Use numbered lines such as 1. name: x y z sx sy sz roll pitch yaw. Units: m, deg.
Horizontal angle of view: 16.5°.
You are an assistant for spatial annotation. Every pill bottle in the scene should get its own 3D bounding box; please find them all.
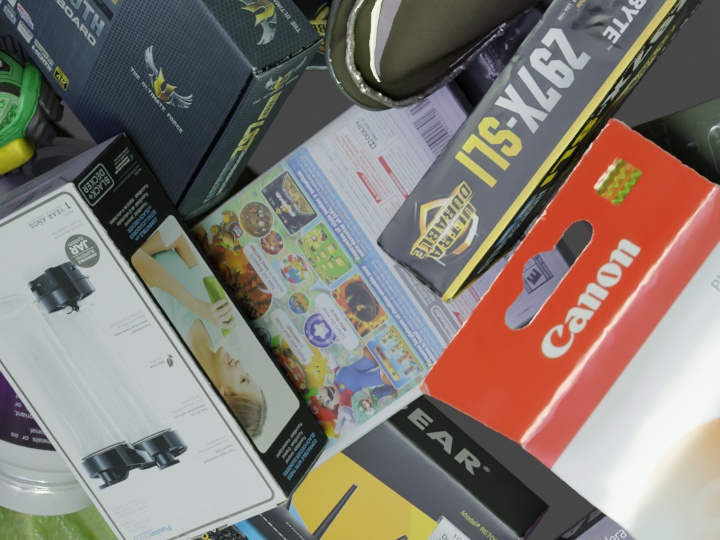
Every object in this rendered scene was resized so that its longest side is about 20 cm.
1. pill bottle: -0.172 0.034 1.408 0.112 0.112 0.201 21 117 20

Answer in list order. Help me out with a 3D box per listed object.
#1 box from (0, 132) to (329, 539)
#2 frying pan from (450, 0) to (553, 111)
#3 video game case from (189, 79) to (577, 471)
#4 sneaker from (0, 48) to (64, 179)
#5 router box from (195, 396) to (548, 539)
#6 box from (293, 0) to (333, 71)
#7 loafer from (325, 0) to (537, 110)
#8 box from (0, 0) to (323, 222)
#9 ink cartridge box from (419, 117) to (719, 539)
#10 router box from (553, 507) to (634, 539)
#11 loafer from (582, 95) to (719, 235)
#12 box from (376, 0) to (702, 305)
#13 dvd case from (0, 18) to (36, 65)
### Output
1. box: -0.120 0.043 1.292 0.116 0.060 0.201 -25 105 34
2. frying pan: 0.044 -0.103 1.292 0.189 0.031 0.116 -8 103 28
3. video game case: 0.000 0.000 1.301 0.200 0.018 0.144 -36 88 22
4. sneaker: -0.255 -0.080 1.356 0.199 0.078 0.085 -25 135 34
5. router box: -0.016 0.124 1.385 0.200 0.051 0.150 40 119 8
6. box: -0.068 -0.184 1.292 0.199 0.046 0.160 1 110 36
7. loafer: 0.059 -0.155 1.186 0.075 0.070 0.200 36 103 -21
8. box: -0.119 -0.141 1.259 0.200 0.051 0.158 52 145 9
9. ink cartridge box: 0.153 0.044 1.169 0.199 0.050 0.163 30 103 -28
10. router box: 0.179 0.174 1.278 0.200 0.051 0.149 -38 89 14
11. loafer: 0.205 -0.058 1.206 0.199 0.070 0.076 -12 79 20
12. box: 0.097 -0.086 1.160 0.049 0.160 0.200 39 106 7
13. dvd case: -0.241 -0.189 1.414 0.142 0.018 0.201 -6 106 29
